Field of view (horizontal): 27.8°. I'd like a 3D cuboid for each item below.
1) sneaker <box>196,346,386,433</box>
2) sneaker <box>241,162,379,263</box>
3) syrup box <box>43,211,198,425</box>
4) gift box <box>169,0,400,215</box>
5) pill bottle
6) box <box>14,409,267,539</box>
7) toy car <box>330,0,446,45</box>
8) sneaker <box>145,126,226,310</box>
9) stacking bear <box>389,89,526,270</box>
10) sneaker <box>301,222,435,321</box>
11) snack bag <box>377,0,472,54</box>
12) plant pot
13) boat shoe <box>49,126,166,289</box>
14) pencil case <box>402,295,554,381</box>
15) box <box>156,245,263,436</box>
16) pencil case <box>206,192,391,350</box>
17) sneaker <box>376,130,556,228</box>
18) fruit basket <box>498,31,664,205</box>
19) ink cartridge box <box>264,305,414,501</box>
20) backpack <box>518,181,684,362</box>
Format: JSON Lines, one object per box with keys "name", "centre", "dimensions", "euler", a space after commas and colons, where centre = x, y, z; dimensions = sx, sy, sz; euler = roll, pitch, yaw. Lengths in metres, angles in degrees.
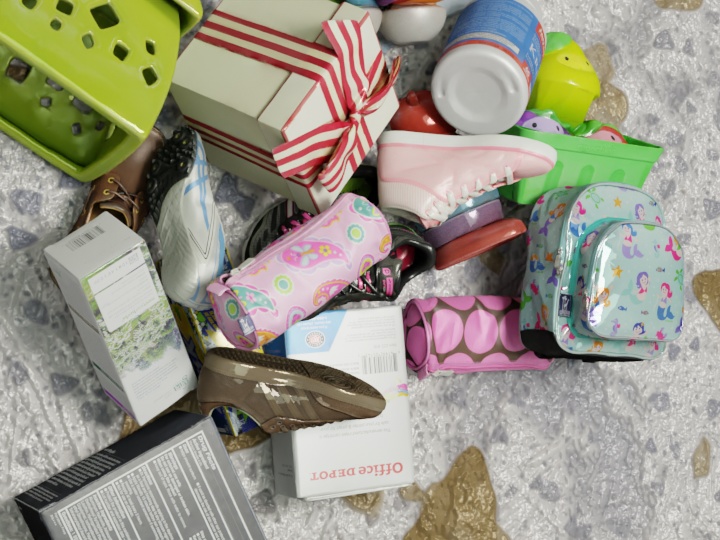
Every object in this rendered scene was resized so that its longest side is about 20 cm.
{"name": "sneaker", "centre": [-0.074, 0.136, 1.523], "dimensions": [0.198, 0.070, 0.076], "euler": [15, 103, -11]}
{"name": "sneaker", "centre": [-0.047, -0.058, 1.611], "dimensions": [0.200, 0.087, 0.074], "euler": [-39, 103, -22]}
{"name": "syrup box", "centre": [-0.239, 0.051, 1.471], "dimensions": [0.079, 0.081, 0.201], "euler": [-34, 132, -23]}
{"name": "gift box", "centre": [-0.077, -0.183, 1.509], "dimensions": [0.185, 0.186, 0.200], "euler": [-58, 154, -14]}
{"name": "pill bottle", "centre": [0.153, -0.250, 1.668], "dimensions": [0.112, 0.112, 0.201], "euler": [45, 37, -17]}
{"name": "box", "centre": [-0.214, 0.278, 1.490], "dimensions": [0.197, 0.123, 0.201], "euler": [-27, 100, -23]}
{"name": "toy car", "centre": [0.029, -0.341, 1.608], "dimensions": [0.198, 0.150, 0.177], "euler": [-7, 94, -25]}
{"name": "sneaker", "centre": [-0.174, -0.052, 1.500], "dimensions": [0.072, 0.071, 0.202], "euler": [24, 52, -51]}
{"name": "stacking bear", "centre": [0.099, -0.113, 1.676], "dimensions": [0.113, 0.121, 0.201], "euler": [-23, 87, 1]}
{"name": "sneaker", "centre": [0.000, 0.000, 1.554], "dimensions": [0.199, 0.083, 0.077], "euler": [-27, 120, -34]}
{"name": "snack bag", "centre": [0.053, -0.378, 1.715], "dimensions": [0.188, 0.021, 0.201], "euler": [-28, 102, -24]}
{"name": "plant pot", "centre": [-0.284, -0.231, 1.453], "dimensions": [0.199, 0.199, 0.182], "euler": [34, 67, -19]}
{"name": "boat shoe", "centre": [-0.253, -0.065, 1.522], "dimensions": [0.072, 0.067, 0.201], "euler": [32, 74, -21]}
{"name": "pencil case", "centre": [0.142, 0.079, 1.696], "dimensions": [0.198, 0.091, 0.094], "euler": [-2, 57, -25]}
{"name": "box", "centre": [-0.151, 0.073, 1.562], "dimensions": [0.064, 0.070, 0.202], "euler": [-21, 96, -23]}
{"name": "pencil case", "centre": [-0.062, -0.001, 1.460], "dimensions": [0.199, 0.087, 0.088], "euler": [-34, 101, -26]}
{"name": "sneaker", "centre": [0.112, -0.093, 1.584], "dimensions": [0.198, 0.075, 0.106], "euler": [4, 78, 8]}
{"name": "fruit basket", "centre": [0.247, -0.180, 1.739], "dimensions": [0.214, 0.155, 0.218], "euler": [-7, 107, -23]}
{"name": "ink cartridge box", "centre": [-0.025, 0.145, 1.611], "dimensions": [0.143, 0.085, 0.202], "euler": [-3, 87, -24]}
{"name": "backpack", "centre": [0.275, -0.001, 1.650], "dimensions": [0.176, 0.150, 0.202], "euler": [7, 80, -31]}
